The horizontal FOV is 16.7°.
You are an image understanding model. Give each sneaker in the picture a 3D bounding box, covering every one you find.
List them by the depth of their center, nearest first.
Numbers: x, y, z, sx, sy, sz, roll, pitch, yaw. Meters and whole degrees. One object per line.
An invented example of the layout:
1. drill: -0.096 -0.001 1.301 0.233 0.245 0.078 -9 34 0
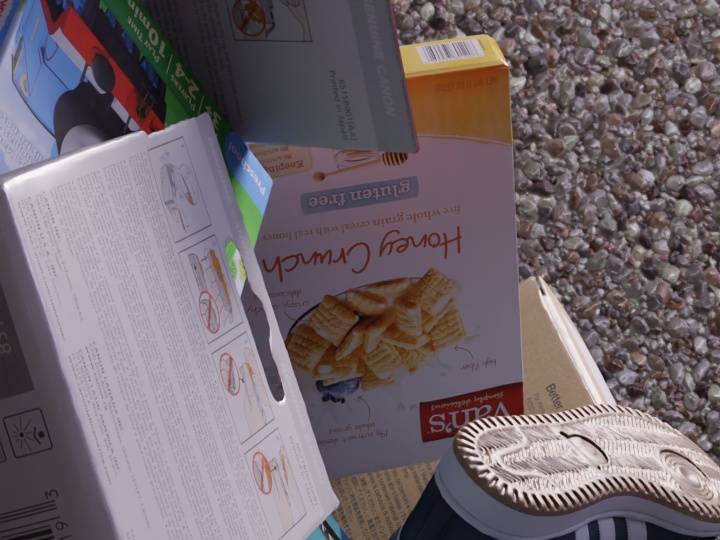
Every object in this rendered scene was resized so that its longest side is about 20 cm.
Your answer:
1. sneaker: 0.079 0.120 1.056 0.199 0.109 0.070 5 35 -50

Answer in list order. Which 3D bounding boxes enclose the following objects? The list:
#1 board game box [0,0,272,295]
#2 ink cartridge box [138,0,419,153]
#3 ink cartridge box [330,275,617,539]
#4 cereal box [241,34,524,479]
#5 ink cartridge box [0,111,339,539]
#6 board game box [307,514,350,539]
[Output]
1. board game box: -0.101 -0.010 0.876 0.152 0.036 0.201 53 35 -35
2. ink cartridge box: -0.058 -0.146 0.949 0.044 0.173 0.201 -39 125 -48
3. ink cartridge box: 0.064 0.122 1.217 0.075 0.164 0.200 53 9 -37
4. cereal box: 0.000 0.000 1.110 0.040 0.143 0.201 -112 -166 -60
5. ink cartridge box: -0.076 0.038 0.827 0.200 0.050 0.162 -37 110 -74
6. board game box: 0.001 0.186 0.995 0.151 0.047 0.200 54 8 -23
